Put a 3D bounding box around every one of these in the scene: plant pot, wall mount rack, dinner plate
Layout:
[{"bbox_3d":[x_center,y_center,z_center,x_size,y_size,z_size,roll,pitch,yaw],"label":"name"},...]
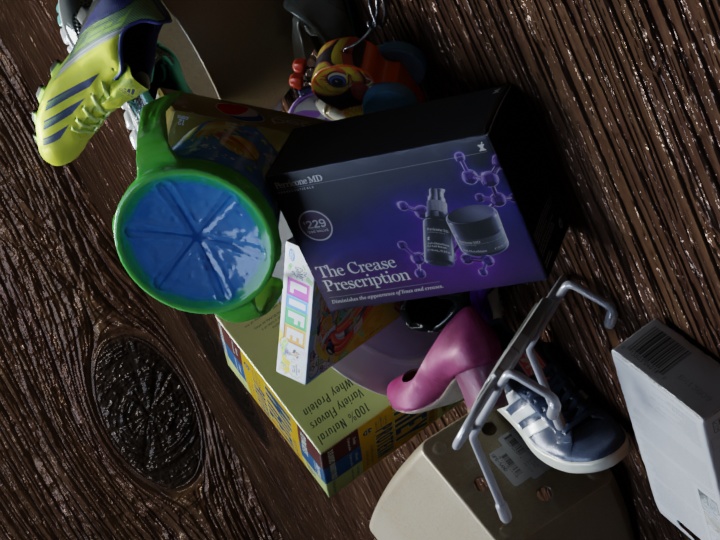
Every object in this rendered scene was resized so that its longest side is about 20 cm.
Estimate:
[{"bbox_3d":[0.142,0.227,1.725,0.200,0.199,0.177,49,158,28],"label":"plant pot"},{"bbox_3d":[0.141,0.105,1.474,0.074,0.200,0.174,31,141,9],"label":"wall mount rack"},{"bbox_3d":[0.018,0.048,1.816,0.200,0.200,0.024,51,128,23],"label":"dinner plate"}]

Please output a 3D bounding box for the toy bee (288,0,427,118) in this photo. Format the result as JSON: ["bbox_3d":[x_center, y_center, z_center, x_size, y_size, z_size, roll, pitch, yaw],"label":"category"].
[{"bbox_3d":[0.002,-0.161,1.505,0.131,0.108,0.201,-59,-43,-55],"label":"toy bee"}]

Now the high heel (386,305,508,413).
[{"bbox_3d":[0.074,0.081,1.662,0.200,0.067,0.097,-8,98,60],"label":"high heel"}]

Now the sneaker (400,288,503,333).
[{"bbox_3d":[0.079,0.026,1.662,0.070,0.099,0.200,54,166,18],"label":"sneaker"}]

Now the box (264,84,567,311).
[{"bbox_3d":[0.045,-0.055,1.426,0.199,0.079,0.142,-9,120,28],"label":"box"}]

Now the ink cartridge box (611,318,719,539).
[{"bbox_3d":[0.265,0.142,1.394,0.109,0.050,0.201,41,160,47],"label":"ink cartridge box"}]

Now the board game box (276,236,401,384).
[{"bbox_3d":[0.000,0.000,1.605,0.034,0.200,0.135,22,125,27],"label":"board game box"}]

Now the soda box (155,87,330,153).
[{"bbox_3d":[-0.089,-0.105,1.586,0.064,0.199,0.068,-127,51,-59],"label":"soda box"}]

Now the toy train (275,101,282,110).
[{"bbox_3d":[-0.151,-0.243,1.918,0.200,0.085,0.114,53,178,10],"label":"toy train"}]

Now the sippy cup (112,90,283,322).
[{"bbox_3d":[-0.121,-0.055,1.471,0.131,0.139,0.179,-73,-4,-57],"label":"sippy cup"}]

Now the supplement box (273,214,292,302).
[{"bbox_3d":[-0.049,-0.030,1.738,0.101,0.199,0.104,-176,74,-74],"label":"supplement box"}]

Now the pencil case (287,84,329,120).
[{"bbox_3d":[-0.047,-0.116,1.819,0.084,0.085,0.200,58,167,10],"label":"pencil case"}]

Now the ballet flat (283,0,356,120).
[{"bbox_3d":[-0.022,-0.177,1.639,0.067,0.064,0.201,39,158,50],"label":"ballet flat"}]

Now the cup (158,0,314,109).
[{"bbox_3d":[-0.119,-0.235,1.676,0.201,0.143,0.201,52,166,18],"label":"cup"}]

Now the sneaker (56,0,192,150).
[{"bbox_3d":[-0.204,-0.195,1.652,0.200,0.077,0.091,54,150,-1],"label":"sneaker"}]

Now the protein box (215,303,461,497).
[{"bbox_3d":[-0.018,0.095,1.945,0.200,0.198,0.135,50,166,23],"label":"protein box"}]

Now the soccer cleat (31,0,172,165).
[{"bbox_3d":[-0.232,-0.166,1.596,0.084,0.065,0.201,38,119,16],"label":"soccer cleat"}]

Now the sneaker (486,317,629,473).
[{"bbox_3d":[0.165,0.108,1.618,0.200,0.075,0.085,35,148,49],"label":"sneaker"}]
